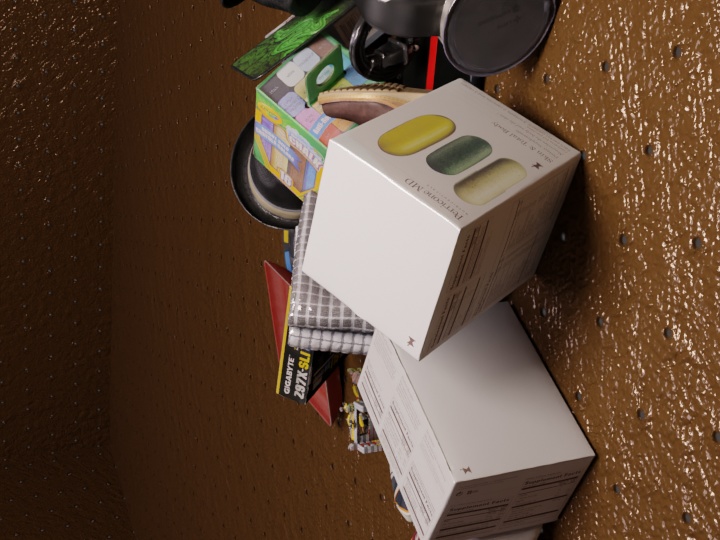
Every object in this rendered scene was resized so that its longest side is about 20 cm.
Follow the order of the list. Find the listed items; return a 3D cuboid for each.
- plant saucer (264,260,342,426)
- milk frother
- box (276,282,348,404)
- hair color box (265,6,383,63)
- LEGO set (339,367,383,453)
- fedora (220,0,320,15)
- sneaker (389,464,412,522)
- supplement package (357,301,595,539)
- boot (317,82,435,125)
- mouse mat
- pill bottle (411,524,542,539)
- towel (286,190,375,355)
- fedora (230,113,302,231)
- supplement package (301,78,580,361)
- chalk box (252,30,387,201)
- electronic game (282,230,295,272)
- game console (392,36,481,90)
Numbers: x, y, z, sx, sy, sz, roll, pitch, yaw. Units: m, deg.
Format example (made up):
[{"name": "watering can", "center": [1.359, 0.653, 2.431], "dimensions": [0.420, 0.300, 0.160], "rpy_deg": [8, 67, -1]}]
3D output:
[{"name": "plant saucer", "center": [-0.083, 0.104, 1.556], "dimensions": [0.200, 0.036, 0.203], "rpy_deg": [41, 143, 54]}, {"name": "milk frother", "center": [0.079, -0.252, 1.026], "dimensions": [0.202, 0.178, 0.189], "rpy_deg": [72, 174, -47]}, {"name": "box", "center": [-0.039, 0.053, 1.322], "dimensions": [0.049, 0.200, 0.162], "rpy_deg": [20, 120, 15]}, {"name": "hair color box", "center": [-0.044, -0.316, 1.341], "dimensions": [0.061, 0.099, 0.199], "rpy_deg": [54, 168, -23]}, {"name": "LEGO set", "center": [0.014, 0.139, 1.279], "dimensions": [0.153, 0.114, 0.204], "rpy_deg": [-148, 57, -62]}, {"name": "fedora", "center": [-0.078, -0.369, 1.218], "dimensions": [0.091, 0.201, 0.201], "rpy_deg": [39, 149, 0]}, {"name": "sneaker", "center": [0.084, 0.238, 1.188], "dimensions": [0.201, 0.077, 0.081], "rpy_deg": [106, 156, -62]}, {"name": "supplement package", "center": [0.108, 0.147, 1.011], "dimensions": [0.112, 0.153, 0.202], "rpy_deg": [107, 148, -43]}, {"name": "boot", "center": [0.042, -0.114, 1.103], "dimensions": [0.197, 0.072, 0.169], "rpy_deg": [8, 109, 23]}, {"name": "mouse mat", "center": [-0.087, -0.294, 1.271], "dimensions": [0.008, 0.160, 0.200], "rpy_deg": [54, 177, -23]}, {"name": "pill bottle", "center": [0.110, 0.302, 1.088], "dimensions": [0.202, 0.112, 0.115], "rpy_deg": [109, 148, -42]}, {"name": "towel", "center": [0.000, 0.000, 1.170], "dimensions": [0.086, 0.162, 0.202], "rpy_deg": [94, 178, -47]}, {"name": "fedora", "center": [-0.089, -0.160, 1.367], "dimensions": [0.092, 0.197, 0.204], "rpy_deg": [95, 161, -66]}, {"name": "supplement package", "center": [0.074, -0.054, 0.941], "dimensions": [0.151, 0.199, 0.152], "rpy_deg": [36, 133, 24]}, {"name": "chalk box", "center": [-0.045, -0.187, 1.221], "dimensions": [0.124, 0.124, 0.201], "rpy_deg": [41, 158, 10]}, {"name": "electronic game", "center": [-0.082, -0.036, 1.571], "dimensions": [0.199, 0.041, 0.204], "rpy_deg": [176, 90, -67]}, {"name": "game console", "center": [0.086, -0.188, 1.169], "dimensions": [0.177, 0.031, 0.204], "rpy_deg": [36, 128, 55]}]
